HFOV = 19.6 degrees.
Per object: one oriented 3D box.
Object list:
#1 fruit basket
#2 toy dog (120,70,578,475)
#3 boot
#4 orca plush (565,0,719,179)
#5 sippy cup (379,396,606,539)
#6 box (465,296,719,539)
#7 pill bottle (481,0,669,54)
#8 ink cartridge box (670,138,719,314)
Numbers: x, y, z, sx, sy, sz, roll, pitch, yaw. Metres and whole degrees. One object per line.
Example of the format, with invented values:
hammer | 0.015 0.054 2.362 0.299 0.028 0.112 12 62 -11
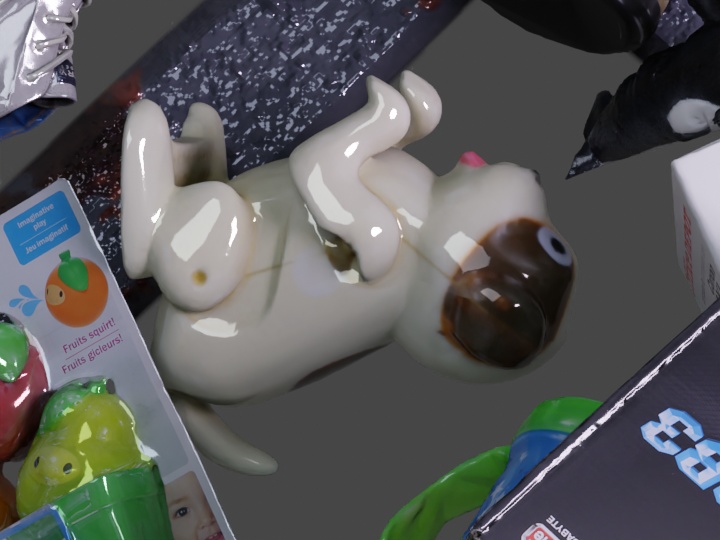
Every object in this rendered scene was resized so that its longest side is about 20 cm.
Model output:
fruit basket | -0.168 0.087 0.958 0.185 0.094 0.200 -29 85 18
toy dog | 0.000 0.000 0.961 0.200 0.140 0.194 2 85 12
boot | -0.163 -0.128 1.075 0.200 0.074 0.096 -34 75 7
orca plush | 0.167 -0.105 0.946 0.105 0.200 0.071 -24 95 -30
sippy cup | 0.088 0.145 0.877 0.140 0.178 0.130 46 67 -7
box | 0.174 0.106 0.755 0.198 0.050 0.200 -38 69 -22
pill bottle | 0.131 -0.217 1.018 0.112 0.112 0.200 24 78 17
ink cartridge box | 0.210 0.044 0.898 0.084 0.145 0.200 -22 69 2
